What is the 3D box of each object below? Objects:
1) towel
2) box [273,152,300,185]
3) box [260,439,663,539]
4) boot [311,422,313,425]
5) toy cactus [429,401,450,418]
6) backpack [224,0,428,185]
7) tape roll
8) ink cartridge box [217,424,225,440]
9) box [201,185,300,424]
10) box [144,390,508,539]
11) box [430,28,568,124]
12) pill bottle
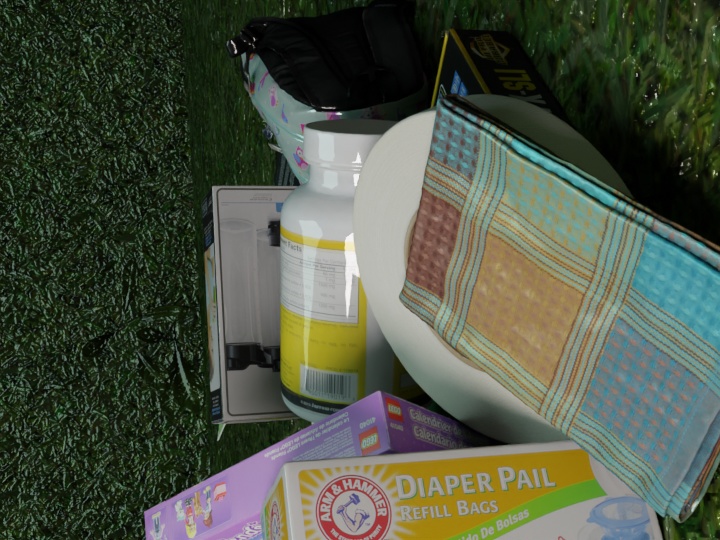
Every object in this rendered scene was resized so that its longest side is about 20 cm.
[{"bbox_3d":[0.100,0.017,0.526,0.200,0.022,0.147,37,136,31],"label":"towel"},{"bbox_3d":[-0.035,-0.112,1.113,0.200,0.079,0.141,106,160,-50],"label":"box"},{"bbox_3d":[0.052,0.162,0.572,0.101,0.199,0.113,113,151,-59],"label":"box"},{"bbox_3d":[0.007,0.197,1.022,0.090,0.073,0.200,40,156,35],"label":"boot"},{"bbox_3d":[0.041,0.059,0.847,0.165,0.102,0.201,153,123,-64],"label":"toy cactus"},{"bbox_3d":[-0.010,-0.144,0.901,0.200,0.166,0.127,-119,13,-53],"label":"backpack"},{"bbox_3d":[0.075,0.003,0.597,0.203,0.037,0.203,29,131,39],"label":"tape roll"},{"bbox_3d":[-0.105,0.052,1.033,0.146,0.048,0.201,121,150,-64],"label":"ink cartridge box"},{"bbox_3d":[-0.073,0.030,0.924,0.060,0.116,0.201,151,118,-70],"label":"box"},{"bbox_3d":[-0.019,0.146,0.672,0.200,0.137,0.039,-30,54,28],"label":"box"},{"bbox_3d":[0.090,-0.041,0.699,0.200,0.049,0.160,-108,23,-46],"label":"box"},{"bbox_3d":[0.000,0.000,0.739,0.112,0.112,0.201,-134,44,-69],"label":"pill bottle"}]
